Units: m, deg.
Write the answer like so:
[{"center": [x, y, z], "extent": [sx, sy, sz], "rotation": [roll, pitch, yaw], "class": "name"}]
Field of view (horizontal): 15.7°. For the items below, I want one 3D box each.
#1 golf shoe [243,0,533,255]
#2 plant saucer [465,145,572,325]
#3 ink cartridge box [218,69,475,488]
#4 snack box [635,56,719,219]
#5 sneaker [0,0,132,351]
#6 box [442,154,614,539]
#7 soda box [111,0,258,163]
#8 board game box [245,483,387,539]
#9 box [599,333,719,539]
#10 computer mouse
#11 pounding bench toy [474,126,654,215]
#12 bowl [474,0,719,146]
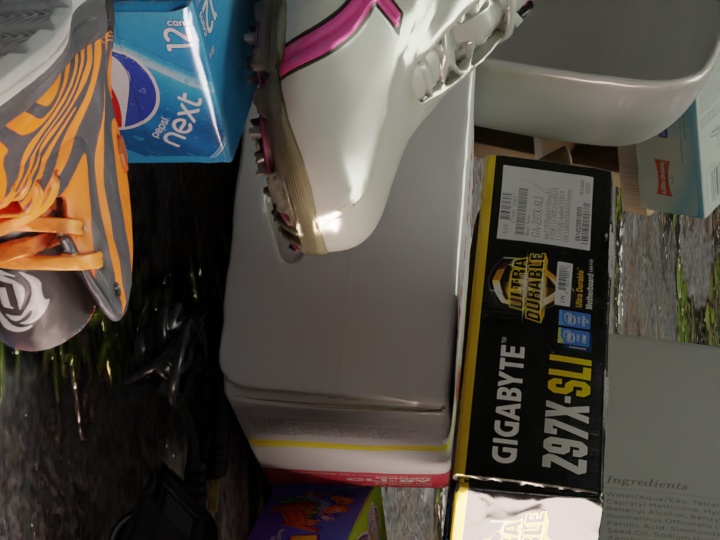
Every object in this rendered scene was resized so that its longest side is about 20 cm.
[{"center": [0.015, -0.093, 0.869], "extent": [0.073, 0.092, 0.200], "rotation": [72, 23, -54], "class": "golf shoe"}, {"center": [0.060, 0.047, 1.088], "extent": [0.200, 0.035, 0.200], "rotation": [-175, -90, -89], "class": "plant saucer"}, {"center": [0.000, 0.000, 1.004], "extent": [0.200, 0.083, 0.145], "rotation": [79, 15, -78], "class": "ink cartridge box"}, {"center": [0.188, -0.126, 1.240], "extent": [0.200, 0.037, 0.116], "rotation": [-45, 137, -42], "class": "snack box"}, {"center": [-0.099, -0.022, 0.707], "extent": [0.200, 0.077, 0.112], "rotation": [-58, 144, -64], "class": "sneaker"}, {"center": [0.050, 0.089, 0.868], "extent": [0.160, 0.049, 0.200], "rotation": [-84, 179, -50], "class": "box"}, {"center": [-0.058, -0.124, 0.892], "extent": [0.200, 0.064, 0.068], "rotation": [-74, 159, -45], "class": "soda box"}, {"center": [-0.018, 0.203, 1.082], "extent": [0.134, 0.045, 0.200], "rotation": [-60, 147, -63], "class": "board game box"}, {"center": [0.124, 0.142, 1.012], "extent": [0.200, 0.106, 0.152], "rotation": [-83, 180, -57], "class": "box"}, {"center": [-0.071, 0.105, 0.901], "extent": [0.140, 0.046, 0.200], "rotation": [-75, 163, -83], "class": "computer mouse"}, {"center": [0.114, -0.141, 1.303], "extent": [0.200, 0.156, 0.124], "rotation": [-44, 136, -43], "class": "pounding bench toy"}, {"center": [0.056, -0.134, 1.101], "extent": [0.075, 0.200, 0.200], "rotation": [100, 2, -51], "class": "bowl"}]
